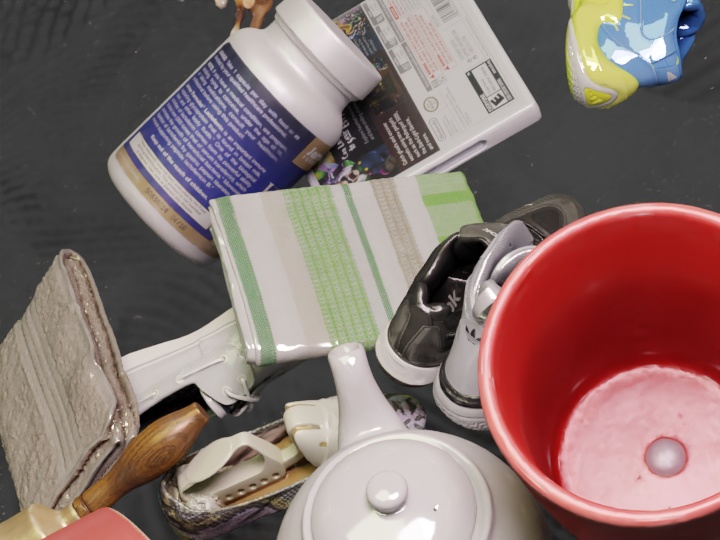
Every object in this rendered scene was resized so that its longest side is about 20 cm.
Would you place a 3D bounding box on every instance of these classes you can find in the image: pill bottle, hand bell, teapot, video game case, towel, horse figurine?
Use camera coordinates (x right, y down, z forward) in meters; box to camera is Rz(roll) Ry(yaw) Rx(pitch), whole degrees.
[{"bbox_3d":[-0.086,-0.110,1.731,0.200,0.116,0.116,-44,46,8],"label":"pill bottle"},{"bbox_3d":[-0.183,0.161,1.578,0.200,0.104,0.104,-40,46,8],"label":"hand bell"},{"bbox_3d":[0.029,0.177,1.426,0.199,0.147,0.198,21,62,24],"label":"teapot"},{"bbox_3d":[0.025,-0.139,1.786,0.181,0.023,0.201,-29,47,4],"label":"video game case"},{"bbox_3d":[0.000,0.000,1.625,0.198,0.031,0.150,-6,53,-16],"label":"towel"},{"bbox_3d":[-0.077,-0.243,1.848,0.050,0.200,0.133,19,56,-11],"label":"horse figurine"},{"bbox_3d":[-0.223,0.094,1.685,0.133,0.034,0.201,-53,39,24],"label":"towel"}]

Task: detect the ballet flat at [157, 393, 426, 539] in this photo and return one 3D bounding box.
[{"bbox_3d":[-0.052,0.128,1.583,0.199,0.072,0.072,-24,47,9],"label":"ballet flat"}]

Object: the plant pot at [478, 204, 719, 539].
[{"bbox_3d":[0.178,0.087,1.385,0.198,0.178,0.202,-4,64,8],"label":"plant pot"}]

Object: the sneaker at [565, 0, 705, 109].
[{"bbox_3d":[0.205,-0.207,1.720,0.104,0.076,0.202,-5,59,10],"label":"sneaker"}]

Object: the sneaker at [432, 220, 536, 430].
[{"bbox_3d":[0.134,0.019,1.500,0.199,0.116,0.075,-28,54,-35],"label":"sneaker"}]

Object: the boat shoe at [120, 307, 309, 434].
[{"bbox_3d":[-0.102,0.076,1.648,0.198,0.072,0.069,-18,51,14],"label":"boat shoe"}]

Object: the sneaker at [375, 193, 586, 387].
[{"bbox_3d":[0.094,-0.002,1.564,0.066,0.091,0.200,43,58,17],"label":"sneaker"}]

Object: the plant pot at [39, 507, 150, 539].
[{"bbox_3d":[-0.190,0.262,1.476,0.177,0.201,0.200,-38,45,-18],"label":"plant pot"}]
